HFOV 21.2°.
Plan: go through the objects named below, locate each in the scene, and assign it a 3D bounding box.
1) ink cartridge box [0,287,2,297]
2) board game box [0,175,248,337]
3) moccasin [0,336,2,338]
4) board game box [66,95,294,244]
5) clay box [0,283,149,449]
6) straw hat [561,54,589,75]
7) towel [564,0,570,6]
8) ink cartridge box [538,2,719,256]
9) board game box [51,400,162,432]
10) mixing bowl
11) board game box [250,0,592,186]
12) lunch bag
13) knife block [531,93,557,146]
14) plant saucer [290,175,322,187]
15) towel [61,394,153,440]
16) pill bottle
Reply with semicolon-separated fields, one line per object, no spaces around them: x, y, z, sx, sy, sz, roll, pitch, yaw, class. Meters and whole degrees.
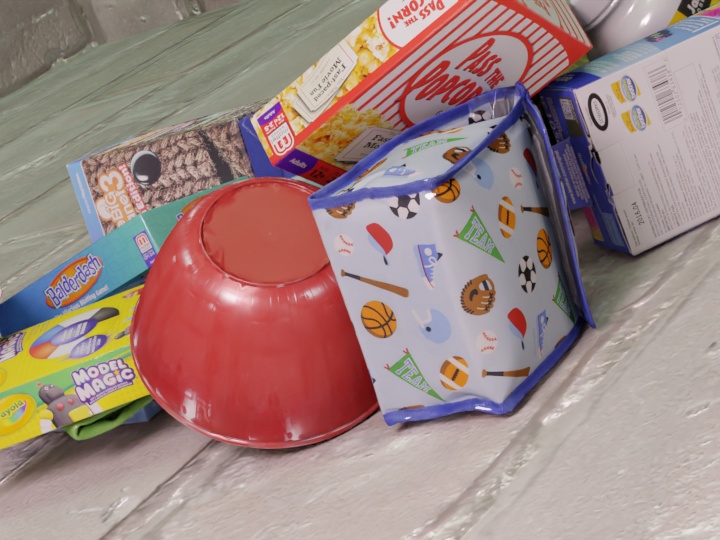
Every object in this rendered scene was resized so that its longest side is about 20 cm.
-0.363;0.024;1.515;0.145;0.083;0.200;19;-3;-11;ink cartridge box
-0.194;-0.005;1.620;0.199;0.045;0.152;-29;-3;34;board game box
-0.323;0.090;1.664;0.073;0.078;0.201;-8;20;41;moccasin
-0.139;-0.052;1.722;0.199;0.161;0.097;-12;10;34;board game box
-0.213;0.070;1.431;0.198;0.048;0.115;-20;21;6;clay box
0.166;-0.114;1.650;0.200;0.085;0.202;-19;40;17;straw hat
0.109;-0.174;1.506;0.133;0.034;0.201;-48;23;23;towel
0.224;-0.102;1.442;0.199;0.137;0.076;-25;13;-13;ink cartridge box
-0.181;0.071;1.606;0.150;0.037;0.200;-9;19;36;board game box
-0.061;0.009;1.319;0.198;0.109;0.201;2;48;-2;mixing bowl
0.044;-0.132;1.342;0.200;0.047;0.151;-39;-29;22;board game box
0.081;-0.017;1.285;0.123;0.171;0.200;-6;19;34;lunch bag
0.118;-0.123;1.573;0.175;0.064;0.201;-27;38;6;knife block
-0.067;-0.034;1.539;0.199;0.028;0.200;-27;-11;-6;plant saucer
-0.190;0.075;1.505;0.149;0.031;0.200;-30;22;-17;towel
0.250;-0.185;1.536;0.111;0.199;0.112;-50;21;26;pill bottle
